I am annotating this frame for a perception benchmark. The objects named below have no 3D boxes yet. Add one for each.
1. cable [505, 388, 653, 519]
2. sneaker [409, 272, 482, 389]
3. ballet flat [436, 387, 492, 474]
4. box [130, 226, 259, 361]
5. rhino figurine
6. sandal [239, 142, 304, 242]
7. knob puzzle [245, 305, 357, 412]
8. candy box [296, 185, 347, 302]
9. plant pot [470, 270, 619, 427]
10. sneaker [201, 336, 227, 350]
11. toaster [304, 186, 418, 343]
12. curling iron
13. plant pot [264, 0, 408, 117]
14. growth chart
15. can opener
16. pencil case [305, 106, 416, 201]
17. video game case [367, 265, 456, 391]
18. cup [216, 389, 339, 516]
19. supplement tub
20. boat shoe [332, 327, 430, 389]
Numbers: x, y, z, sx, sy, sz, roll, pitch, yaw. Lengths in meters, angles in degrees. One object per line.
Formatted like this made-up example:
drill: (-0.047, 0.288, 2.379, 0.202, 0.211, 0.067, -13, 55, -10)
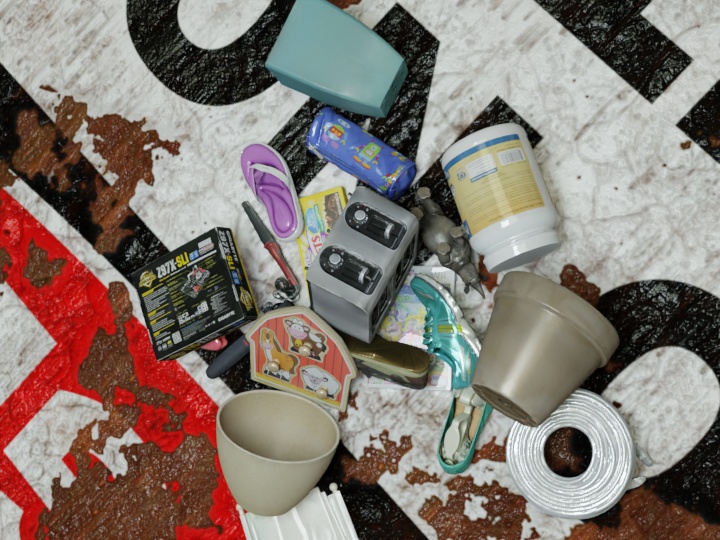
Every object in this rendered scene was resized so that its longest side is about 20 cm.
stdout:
cable: (0.321, 0.281, 1.553, 0.199, 0.069, 0.201, -36, 76, 8)
sneaker: (0.130, 0.093, 1.590, 0.079, 0.078, 0.201, -28, 72, -6)
ballet flat: (0.169, 0.226, 1.598, 0.067, 0.070, 0.202, 15, 87, 18)
box: (-0.276, 0.041, 1.670, 0.199, 0.049, 0.161, -26, 74, 26)
rhino figurine: (0.145, -0.035, 1.618, 0.059, 0.088, 0.201, -34, 69, -2)
sandal: (-0.154, -0.142, 1.718, 0.082, 0.050, 0.204, -37, 66, 15)
knob puzzle: (-0.099, 0.139, 1.627, 0.217, 0.031, 0.221, 15, 132, 17)
candy box: (-0.054, -0.033, 1.708, 0.101, 0.026, 0.202, -16, 80, 15)
plant pot: (0.255, 0.127, 1.500, 0.199, 0.200, 0.174, 31, 75, 16)
sneaker: (-0.241, 0.041, 1.719, 0.086, 0.074, 0.203, 13, 95, 29)
toaster: (0.000, 0.000, 1.583, 0.118, 0.200, 0.182, 26, 68, 12)
curling iron: (-0.159, -0.033, 1.735, 0.049, 0.026, 0.202, -28, 77, 7)
plant pot: (-0.028, -0.346, 1.685, 0.198, 0.141, 0.143, 27, 91, 8)
growth chart: (-0.102, 0.436, 1.671, 0.198, 0.018, 0.146, -17, 80, 12)
can opener: (-0.182, 0.119, 1.705, 0.199, 0.063, 0.079, -35, 77, 8)
pencil case: (-0.004, -0.192, 1.685, 0.199, 0.078, 0.087, 34, 63, 16)
video game case: (0.084, 0.094, 1.662, 0.141, 0.018, 0.203, 1, 84, 15)
cup: (-0.143, 0.306, 1.625, 0.198, 0.200, 0.145, 21, 115, 16)
supplement tub: (0.222, -0.112, 1.584, 0.143, 0.145, 0.202, -21, 79, 11)
boat shoe: (0.020, 0.143, 1.628, 0.198, 0.073, 0.065, 20, 129, 31)
